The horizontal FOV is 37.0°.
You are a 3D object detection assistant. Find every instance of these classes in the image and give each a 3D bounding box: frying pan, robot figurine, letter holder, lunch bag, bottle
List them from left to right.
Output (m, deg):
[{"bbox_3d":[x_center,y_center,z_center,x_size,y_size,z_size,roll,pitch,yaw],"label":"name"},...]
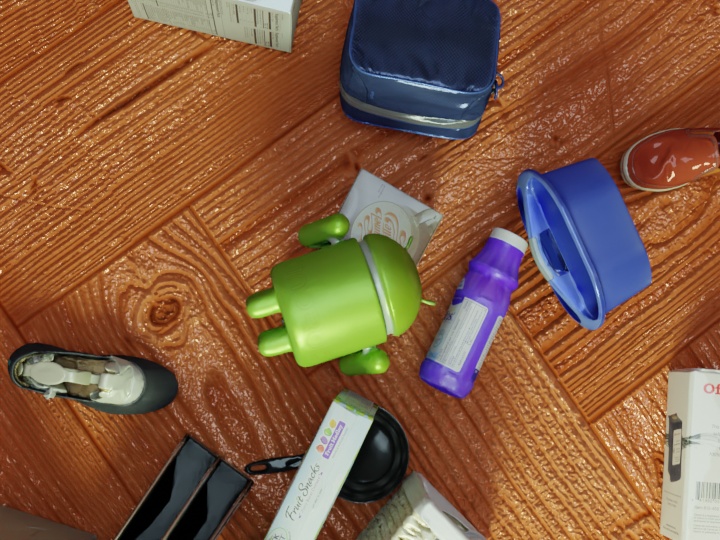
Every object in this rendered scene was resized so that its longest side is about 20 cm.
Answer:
[{"bbox_3d":[-0.216,0.297,1.192,0.100,0.142,0.201,35,84,-1],"label":"letter holder"},{"bbox_3d":[-0.030,0.233,1.267,0.188,0.031,0.116,-31,85,6],"label":"frying pan"},{"bbox_3d":[-0.023,0.031,1.160,0.197,0.116,0.178,-18,93,-5],"label":"robot figurine"},{"bbox_3d":[0.076,-0.241,1.267,0.197,0.133,0.138,11,69,-2],"label":"lunch bag"},{"bbox_3d":[0.136,0.049,1.268,0.065,0.084,0.202,26,85,-1],"label":"bottle"}]

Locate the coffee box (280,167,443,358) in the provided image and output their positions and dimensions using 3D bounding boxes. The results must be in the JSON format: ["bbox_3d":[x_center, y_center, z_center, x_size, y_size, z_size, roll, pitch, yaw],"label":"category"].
[{"bbox_3d":[0.000,0.000,1.264,0.113,0.080,0.202,29,84,-1],"label":"coffee box"}]

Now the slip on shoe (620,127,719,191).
[{"bbox_3d":[0.415,-0.143,1.317,0.197,0.061,0.075,-8,88,-3],"label":"slip on shoe"}]

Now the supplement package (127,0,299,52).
[{"bbox_3d":[-0.160,-0.366,1.247,0.197,0.151,0.154,12,84,-3],"label":"supplement package"}]

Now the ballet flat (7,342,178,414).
[{"bbox_3d":[-0.311,0.126,1.236,0.197,0.073,0.074,11,84,-4],"label":"ballet flat"}]

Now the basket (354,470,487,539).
[{"bbox_3d":[0.071,0.321,1.186,0.136,0.200,0.123,44,89,1],"label":"basket"}]

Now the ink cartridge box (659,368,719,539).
[{"bbox_3d":[0.441,0.222,1.276,0.142,0.084,0.204,5,86,-4],"label":"ink cartridge box"}]

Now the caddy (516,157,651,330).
[{"bbox_3d":[0.249,-0.032,1.256,0.104,0.141,0.202,-24,87,-11],"label":"caddy"}]

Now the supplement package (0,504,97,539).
[{"bbox_3d":[-0.395,0.374,1.147,0.145,0.191,0.203,17,84,-2],"label":"supplement package"}]

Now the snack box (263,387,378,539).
[{"bbox_3d":[-0.047,0.234,1.185,0.052,0.142,0.202,26,91,5],"label":"snack box"}]
